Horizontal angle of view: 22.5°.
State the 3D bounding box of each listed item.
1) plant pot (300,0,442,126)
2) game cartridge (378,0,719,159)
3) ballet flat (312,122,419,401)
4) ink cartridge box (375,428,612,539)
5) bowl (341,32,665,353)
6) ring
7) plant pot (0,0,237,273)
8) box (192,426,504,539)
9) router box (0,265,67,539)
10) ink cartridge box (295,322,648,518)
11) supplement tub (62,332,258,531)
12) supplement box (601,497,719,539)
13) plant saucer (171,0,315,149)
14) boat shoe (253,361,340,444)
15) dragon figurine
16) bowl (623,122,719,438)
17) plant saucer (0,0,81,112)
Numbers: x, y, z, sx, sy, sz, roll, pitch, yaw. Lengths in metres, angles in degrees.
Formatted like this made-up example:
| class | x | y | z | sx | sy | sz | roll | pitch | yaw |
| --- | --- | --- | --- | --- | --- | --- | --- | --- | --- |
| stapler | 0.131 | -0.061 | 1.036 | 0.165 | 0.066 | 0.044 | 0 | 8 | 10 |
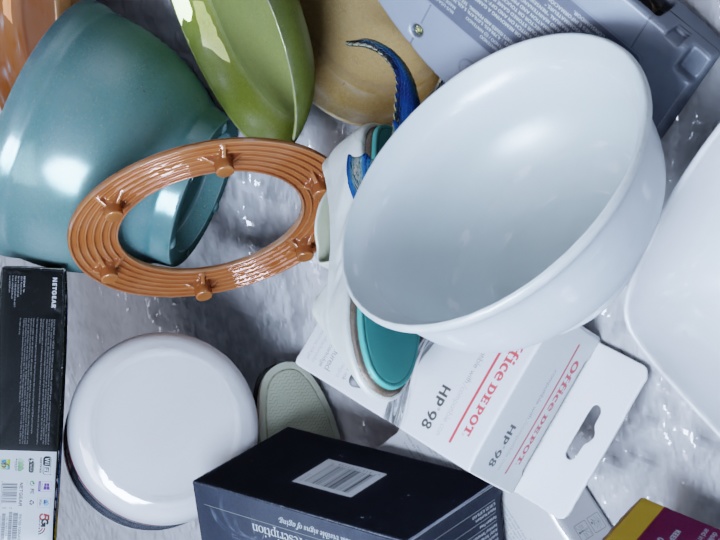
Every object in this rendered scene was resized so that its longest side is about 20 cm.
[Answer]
| class | x | y | z | sx | sy | sz | roll | pitch | yaw |
| --- | --- | --- | --- | --- | --- | --- | --- | --- | --- |
| plant pot | -0.002 | -0.194 | 1.183 | 0.200 | 0.027 | 0.201 | 24 | 125 | 40 |
| game cartridge | 0.102 | -0.143 | 1.058 | 0.200 | 0.041 | 0.133 | 42 | 139 | 12 |
| ballet flat | 0.000 | 0.000 | 1.145 | 0.069 | 0.069 | 0.201 | -43 | 38 | 50 |
| ink cartridge box | 0.091 | 0.185 | 1.253 | 0.201 | 0.045 | 0.176 | 58 | 139 | 10 |
| bowl | 0.094 | -0.027 | 1.003 | 0.201 | 0.202 | 0.090 | 2 | 146 | 48 |
| ring | -0.103 | -0.029 | 1.252 | 0.201 | 0.199 | 0.019 | -52 | 44 | 48 |
| plant pot | -0.172 | -0.081 | 1.326 | 0.134 | 0.201 | 0.201 | 22 | 129 | 8 |
| box | -0.002 | 0.227 | 1.250 | 0.199 | 0.104 | 0.183 | 9 | 115 | 40 |
| router box | -0.246 | 0.104 | 1.344 | 0.149 | 0.051 | 0.201 | 143 | 129 | -79 |
| ink cartridge box | 0.069 | 0.060 | 1.154 | 0.200 | 0.067 | 0.116 | 29 | 88 | 37 |
| supplement tub | -0.157 | 0.128 | 1.389 | 0.141 | 0.140 | 0.200 | 63 | 166 | 4 |
| supplement box | 0.223 | 0.243 | 1.058 | 0.199 | 0.103 | 0.132 | 20 | 123 | 27 |
| plant saucer | -0.081 | -0.176 | 1.224 | 0.200 | 0.031 | 0.200 | 54 | 159 | 31 |
| boat shoe | -0.051 | 0.166 | 1.386 | 0.068 | 0.072 | 0.201 | 7 | 113 | 57 |
| dragon figurine | 0.032 | -0.061 | 1.114 | 0.059 | 0.099 | 0.201 | -34 | 82 | 46 |
| bowl | 0.253 | 0.015 | 0.959 | 0.200 | 0.074 | 0.200 | 47 | 138 | 22 |
| plant saucer | -0.254 | -0.203 | 1.420 | 0.200 | 0.037 | 0.201 | 25 | 118 | 60 |
